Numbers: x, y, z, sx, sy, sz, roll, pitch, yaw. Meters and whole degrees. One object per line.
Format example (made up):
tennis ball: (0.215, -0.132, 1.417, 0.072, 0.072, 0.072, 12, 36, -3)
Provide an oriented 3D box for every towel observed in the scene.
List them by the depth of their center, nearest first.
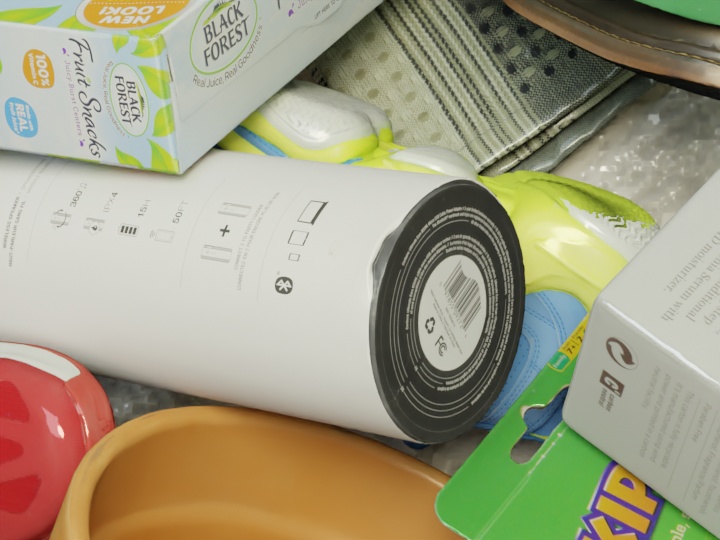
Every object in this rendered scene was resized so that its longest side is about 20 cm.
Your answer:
towel: (0.054, -0.133, 0.943, 0.192, 0.035, 0.201, -35, 58, 5)

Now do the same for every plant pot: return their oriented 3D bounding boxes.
plant pot: (-0.021, 0.156, 0.773, 0.200, 0.199, 0.141, 43, 119, 31)

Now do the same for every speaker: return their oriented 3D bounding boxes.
speaker: (-0.050, 0.000, 0.810, 0.199, 0.081, 0.082, 8, 74, 37)

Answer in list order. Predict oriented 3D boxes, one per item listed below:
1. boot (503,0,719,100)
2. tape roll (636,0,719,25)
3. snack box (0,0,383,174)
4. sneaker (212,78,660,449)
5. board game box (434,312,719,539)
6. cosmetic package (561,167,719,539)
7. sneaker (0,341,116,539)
boot: (0.089, -0.119, 0.809, 0.097, 0.074, 0.200, -66, 30, 12)
tape roll: (0.114, -0.157, 0.782, 0.199, 0.048, 0.201, 8, 46, -9)
snack box: (-0.073, -0.104, 0.869, 0.141, 0.053, 0.200, 8, 32, 28)
sneaker: (0.000, 0.000, 0.860, 0.199, 0.076, 0.106, 21, 101, 23)
board game box: (0.125, 0.101, 0.772, 0.200, 0.030, 0.096, 36, 65, 14)
cosmetic package: (0.170, 0.054, 0.746, 0.200, 0.071, 0.101, 37, 60, 18)
sneaker: (-0.181, 0.068, 0.808, 0.199, 0.115, 0.079, -10, 88, 33)
